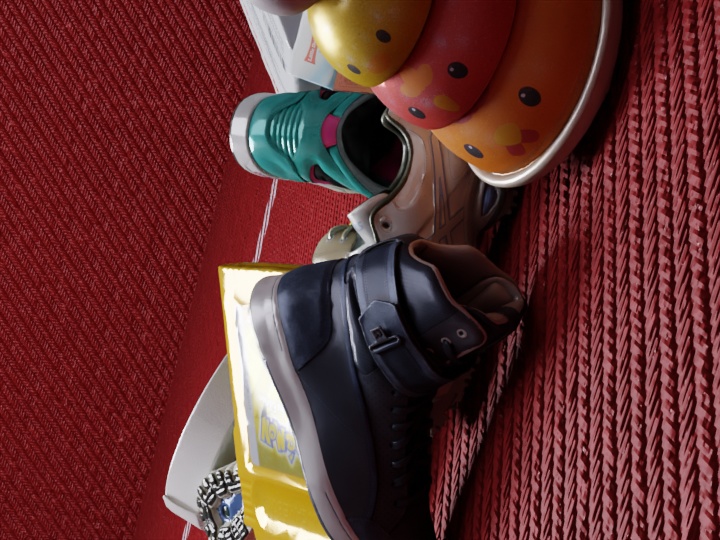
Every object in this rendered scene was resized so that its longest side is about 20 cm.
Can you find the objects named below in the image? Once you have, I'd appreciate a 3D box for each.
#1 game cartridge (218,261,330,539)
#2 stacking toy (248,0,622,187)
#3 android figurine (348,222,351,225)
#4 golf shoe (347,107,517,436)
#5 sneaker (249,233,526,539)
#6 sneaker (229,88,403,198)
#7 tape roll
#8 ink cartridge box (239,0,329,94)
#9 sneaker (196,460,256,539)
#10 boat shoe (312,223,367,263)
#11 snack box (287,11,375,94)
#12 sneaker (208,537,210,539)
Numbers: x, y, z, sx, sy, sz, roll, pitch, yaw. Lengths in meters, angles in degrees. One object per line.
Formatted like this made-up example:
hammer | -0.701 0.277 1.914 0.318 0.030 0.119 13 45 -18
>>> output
game cartridge | -0.039 0.096 1.003 0.176 0.032 0.202 2 97 58
stacking toy | 0.021 -0.133 0.769 0.146 0.198 0.147 -39 45 53
android figurine | 0.001 0.037 1.162 0.200 0.041 0.184 127 154 -61
golf shoe | 0.033 -0.006 0.891 0.078 0.096 0.202 -179 100 -77
sneaker | 0.036 0.079 0.825 0.077 0.145 0.204 -34 -78 -61
sneaker | 0.020 -0.090 1.024 0.120 0.199 0.084 9 98 40
tape roll | -0.094 0.123 1.248 0.204 0.037 0.203 -57 -14 -22
ink cartridge box | -0.036 -0.197 1.075 0.200 0.082 0.148 97 151 -77
sneaker | -0.041 0.147 1.124 0.200 0.089 0.079 -35 72 43
boat shoe | 0.000 0.000 1.007 0.200 0.074 0.069 -46 64 43
snack box | 0.039 -0.165 0.896 0.199 0.037 0.117 -6 -64 -58
sneaker | -0.075 0.221 1.293 0.089 0.075 0.200 -66 14 -11
